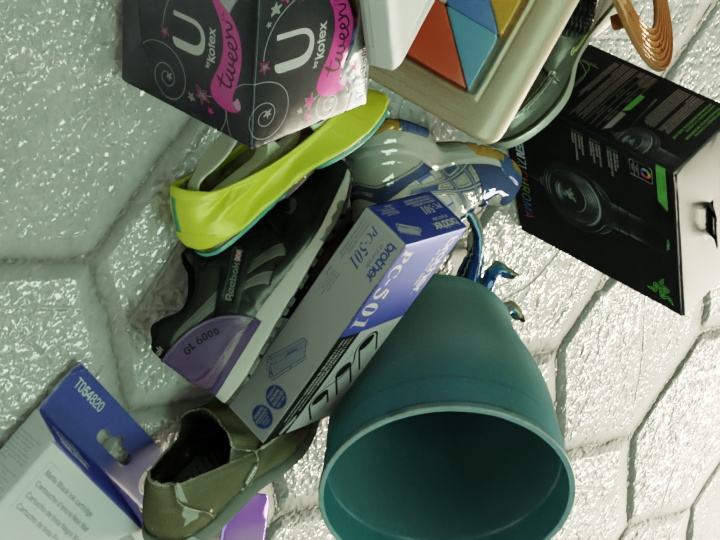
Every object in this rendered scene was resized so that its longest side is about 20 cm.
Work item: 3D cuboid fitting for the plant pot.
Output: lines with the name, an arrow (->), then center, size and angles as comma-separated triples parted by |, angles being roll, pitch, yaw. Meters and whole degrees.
plant pot -> 0.066, 0.112, 1.447 | 0.199, 0.189, 0.201 | 0, 132, 0

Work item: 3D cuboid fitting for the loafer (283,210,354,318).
loafer -> 0.000, 0.000, 1.415 | 0.199, 0.071, 0.073 | -25, 133, -39

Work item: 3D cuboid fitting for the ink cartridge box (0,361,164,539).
ink cartridge box -> -0.219, 0.194, 1.311 | 0.200, 0.041, 0.200 | -51, 144, -13

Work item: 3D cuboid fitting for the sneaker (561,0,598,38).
sneaker -> 0.102, -0.221, 1.362 | 0.200, 0.090, 0.070 | 5, 102, -54

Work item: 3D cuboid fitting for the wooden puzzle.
wooden puzzle -> 0.054, -0.214, 1.246 | 0.186, 0.199, 0.037 | -60, -177, 1

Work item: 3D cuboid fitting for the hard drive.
hard drive -> 0.030, -0.240, 1.102 | 0.200, 0.026, 0.132 | 82, 29, -52

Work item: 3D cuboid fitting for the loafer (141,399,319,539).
loafer -> -0.097, 0.131, 1.371 | 0.200, 0.075, 0.070 | -49, 142, -41

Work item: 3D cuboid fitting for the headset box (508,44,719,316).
headset box -> 0.233, -0.079, 1.536 | 0.093, 0.200, 0.175 | -41, 142, -25

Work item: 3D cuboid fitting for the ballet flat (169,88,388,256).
ballet flat -> -0.059, -0.090, 1.288 | 0.200, 0.067, 0.067 | -40, 124, -23

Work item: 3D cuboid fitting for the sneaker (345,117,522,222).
sneaker -> 0.054, -0.060, 1.415 | 0.199, 0.075, 0.089 | 10, 79, -47

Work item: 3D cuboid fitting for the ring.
ring -> 0.208, -0.255, 1.438 | 0.200, 0.019, 0.201 | 47, 34, -46

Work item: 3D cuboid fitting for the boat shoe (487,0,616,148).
boat shoe -> 0.153, -0.191, 1.469 | 0.202, 0.072, 0.060 | -55, 146, -17

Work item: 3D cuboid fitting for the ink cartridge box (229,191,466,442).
ink cartridge box -> -0.010, 0.034, 1.317 | 0.094, 0.044, 0.200 | -17, 147, -57

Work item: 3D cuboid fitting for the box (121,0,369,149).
box -> -0.069, -0.200, 1.129 | 0.114, 0.132, 0.201 | -26, 133, -40

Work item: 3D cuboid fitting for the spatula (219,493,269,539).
spatula -> -0.075, 0.154, 1.478 | 0.056, 0.021, 0.201 | 2, 112, -50

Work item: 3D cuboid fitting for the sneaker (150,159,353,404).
sneaker -> -0.080, -0.010, 1.298 | 0.201, 0.087, 0.076 | -60, -175, -17

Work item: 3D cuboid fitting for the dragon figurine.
dragon figurine -> 0.087, 0.035, 1.560 | 0.099, 0.059, 0.201 | -42, 143, -24
